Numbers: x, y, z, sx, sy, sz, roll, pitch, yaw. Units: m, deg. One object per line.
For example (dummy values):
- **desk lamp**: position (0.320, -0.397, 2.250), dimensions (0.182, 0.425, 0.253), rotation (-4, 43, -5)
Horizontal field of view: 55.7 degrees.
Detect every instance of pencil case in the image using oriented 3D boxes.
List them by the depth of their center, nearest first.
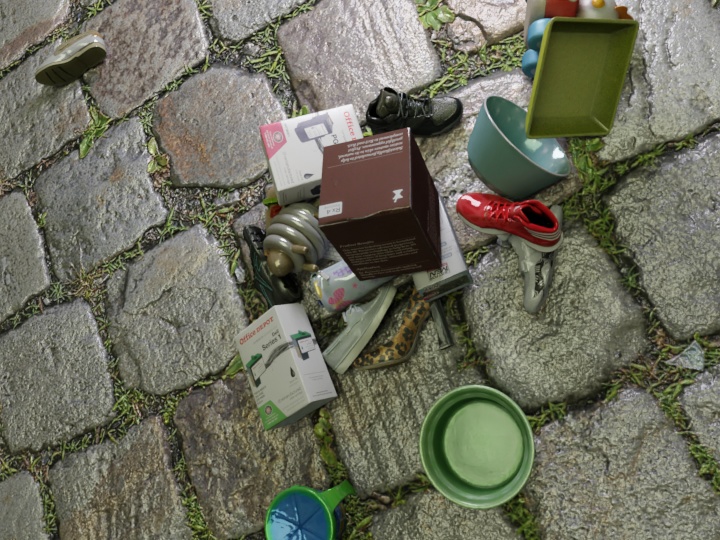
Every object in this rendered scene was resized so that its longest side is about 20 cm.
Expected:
- **pencil case**: position (0.000, 0.000, 1.329), dimensions (0.198, 0.083, 0.091), rotation (-29, 107, 11)

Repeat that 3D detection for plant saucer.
- **plant saucer**: position (0.374, -0.338, 1.190), dimensions (0.048, 0.197, 0.203), rotation (-132, 42, -51)

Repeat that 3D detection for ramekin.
- **ramekin**: position (0.208, 0.304, 1.187), dimensions (0.197, 0.098, 0.204), rotation (-4, 78, 19)

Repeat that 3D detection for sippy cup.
- **sippy cup**: position (-0.088, 0.460, 1.246), dimensions (0.175, 0.130, 0.142), rotation (-9, 77, 18)

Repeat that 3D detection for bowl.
- **bowl**: position (0.271, -0.208, 1.232), dimensions (0.202, 0.199, 0.105), rotation (55, 127, 20)

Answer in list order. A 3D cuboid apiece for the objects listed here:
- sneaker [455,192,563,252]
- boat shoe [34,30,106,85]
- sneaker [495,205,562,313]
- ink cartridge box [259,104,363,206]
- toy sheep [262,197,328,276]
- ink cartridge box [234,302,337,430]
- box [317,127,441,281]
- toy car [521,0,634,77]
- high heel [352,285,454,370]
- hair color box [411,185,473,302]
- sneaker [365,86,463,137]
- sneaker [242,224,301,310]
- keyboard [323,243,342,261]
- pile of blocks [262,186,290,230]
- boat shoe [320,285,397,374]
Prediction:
- **sneaker**: position (0.253, -0.105, 1.169), dimensions (0.197, 0.116, 0.079), rotation (19, 77, 20)
- **boat shoe**: position (-0.729, -0.533, 1.711), dimensions (0.197, 0.075, 0.069), rotation (-23, 67, 7)
- **sneaker**: position (0.295, -0.028, 1.237), dimensions (0.113, 0.075, 0.203), rotation (11, 78, 22)
- **ink cartridge box**: position (-0.089, -0.233, 1.368), dimensions (0.197, 0.084, 0.147), rotation (-16, 76, -9)
- **toy sheep**: position (-0.120, -0.068, 1.356), dimensions (0.136, 0.139, 0.201), rotation (21, 56, 22)
- **ink cartridge box**: position (-0.149, 0.185, 1.326), dimensions (0.146, 0.084, 0.202), rotation (-36, 68, 33)
- **box**: position (0.040, -0.108, 1.187), dimensions (0.163, 0.200, 0.167), rotation (-8, 59, 18)
- **toy car**: position (0.402, -0.471, 1.242), dimensions (0.196, 0.177, 0.188), rotation (3, 77, 8)
- **high heel**: position (0.066, 0.102, 1.291), dimensions (0.197, 0.071, 0.145), rotation (-18, 77, 2)
- **hair color box**: position (0.131, -0.052, 1.277), dimensions (0.098, 0.061, 0.202), rotation (-23, 57, 12)
- **sneaker**: position (0.101, -0.313, 1.342), dimensions (0.196, 0.114, 0.078), rotation (-2, 80, 18)
- **sneaker**: position (-0.201, -0.004, 1.407), dimensions (0.079, 0.075, 0.202), rotation (-40, 68, 26)
- **keyboard**: position (-0.085, -0.056, 1.412), dimensions (0.197, 0.011, 0.057), rotation (11, 83, 21)
- **pile of blocks**: position (-0.162, -0.181, 1.433), dimensions (0.081, 0.062, 0.203), rotation (18, 83, 22)
- **boat shoe**: position (-0.006, 0.103, 1.312), dimensions (0.071, 0.070, 0.202), rotation (35, 96, 1)
